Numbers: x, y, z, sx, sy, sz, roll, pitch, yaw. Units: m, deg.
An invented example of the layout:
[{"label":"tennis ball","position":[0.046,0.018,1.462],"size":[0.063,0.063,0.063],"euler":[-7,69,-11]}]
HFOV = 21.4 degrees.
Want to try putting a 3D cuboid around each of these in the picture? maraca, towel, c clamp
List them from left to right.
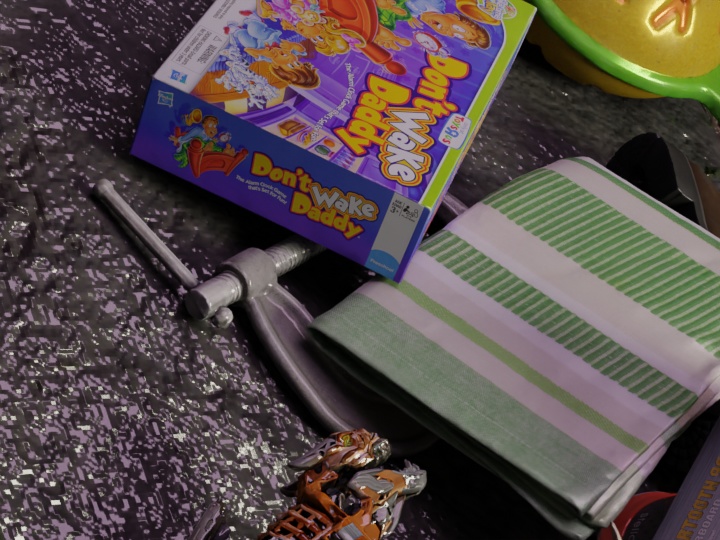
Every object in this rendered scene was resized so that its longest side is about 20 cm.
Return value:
[{"label":"c clamp","position":[0.000,0.000,0.867],"size":[0.199,0.027,0.171],"euler":[-22,71,-47]},{"label":"towel","position":[0.095,0.024,0.852],"size":[0.152,0.023,0.200],"euler":[35,46,21]},{"label":"maraca","position":[0.161,-0.148,1.066],"size":[0.199,0.107,0.138],"euler":[30,49,-16]}]

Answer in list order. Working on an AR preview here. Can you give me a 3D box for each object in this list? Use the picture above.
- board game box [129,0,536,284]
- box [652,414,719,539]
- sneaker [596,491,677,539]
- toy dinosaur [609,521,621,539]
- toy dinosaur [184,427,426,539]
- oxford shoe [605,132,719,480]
[{"label":"board game box","position":[-0.006,-0.092,0.898],"size":[0.134,0.045,0.200],"euler":[25,38,2]},{"label":"box","position":[0.202,0.147,0.789],"size":[0.200,0.048,0.159],"euler":[43,69,-28]},{"label":"sneaker","position":[0.201,0.126,0.864],"size":[0.199,0.082,0.078],"euler":[-6,83,-36]},{"label":"toy dinosaur","position":[0.089,0.170,0.653],"size":[0.058,0.102,0.200],"euler":[5,21,19]},{"label":"toy dinosaur","position":[-0.020,0.155,0.684],"size":[0.135,0.102,0.201],"euler":[27,79,4]},{"label":"oxford shoe","position":[0.176,0.023,0.960],"size":[0.084,0.073,0.201],"euler":[28,44,-30]}]
